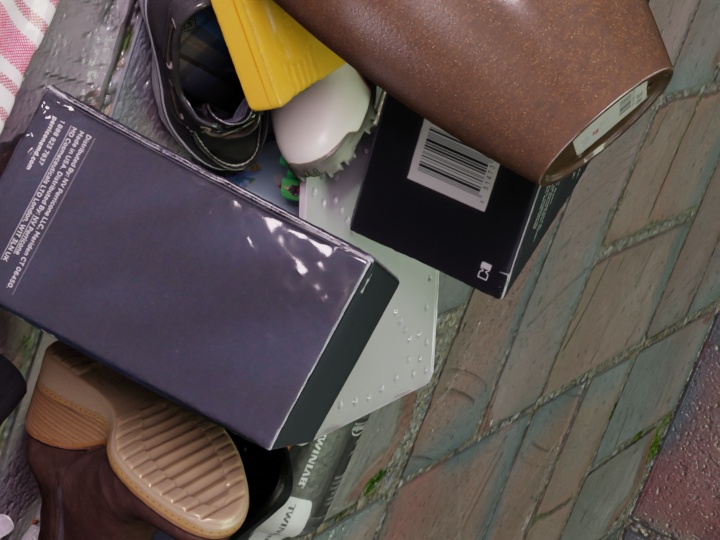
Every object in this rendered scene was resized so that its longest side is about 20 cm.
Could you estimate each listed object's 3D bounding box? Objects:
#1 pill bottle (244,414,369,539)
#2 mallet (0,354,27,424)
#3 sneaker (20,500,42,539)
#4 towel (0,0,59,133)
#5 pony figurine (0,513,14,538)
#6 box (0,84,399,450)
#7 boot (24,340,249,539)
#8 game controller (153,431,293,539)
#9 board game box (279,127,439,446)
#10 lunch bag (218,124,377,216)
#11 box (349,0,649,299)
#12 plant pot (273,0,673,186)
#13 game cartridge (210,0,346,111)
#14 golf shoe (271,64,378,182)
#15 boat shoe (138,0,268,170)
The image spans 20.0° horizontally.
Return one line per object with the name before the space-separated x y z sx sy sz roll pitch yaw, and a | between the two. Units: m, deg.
pill bottle | -0.058 0.134 1.592 0.200 0.106 0.106 -67 160 10
mallet | -0.241 0.134 1.253 0.066 0.041 0.200 -44 157 -40
sneaker | -0.186 0.183 1.360 0.200 0.077 0.112 -64 173 3
towel | -0.192 -0.121 1.001 0.146 0.030 0.200 69 38 -65
pony figurine | -0.258 0.263 1.227 0.193 0.167 0.200 -37 167 -26
box | -0.096 0.005 1.148 0.123 0.198 0.200 -63 173 -1
boot | -0.133 0.150 1.202 0.072 0.200 0.167 -16 126 -34
game controller | -0.122 0.166 1.400 0.200 0.042 0.104 -41 -146 24
board game box | 0.000 0.000 1.401 0.200 0.026 0.200 -20 115 -59
lunch bag | -0.057 -0.014 1.446 0.200 0.082 0.161 -44 152 -44
box | 0.099 -0.125 1.325 0.200 0.117 0.197 -52 163 -51
plant pot | 0.068 -0.150 1.085 0.187 0.200 0.187 -38 168 -10
game cartridge | -0.031 -0.211 1.207 0.200 0.032 0.177 -42 119 -50
golf shoe | -0.037 -0.155 1.282 0.088 0.077 0.200 32 54 -51
boat shoe | -0.086 -0.115 1.236 0.070 0.066 0.200 -22 145 -10
